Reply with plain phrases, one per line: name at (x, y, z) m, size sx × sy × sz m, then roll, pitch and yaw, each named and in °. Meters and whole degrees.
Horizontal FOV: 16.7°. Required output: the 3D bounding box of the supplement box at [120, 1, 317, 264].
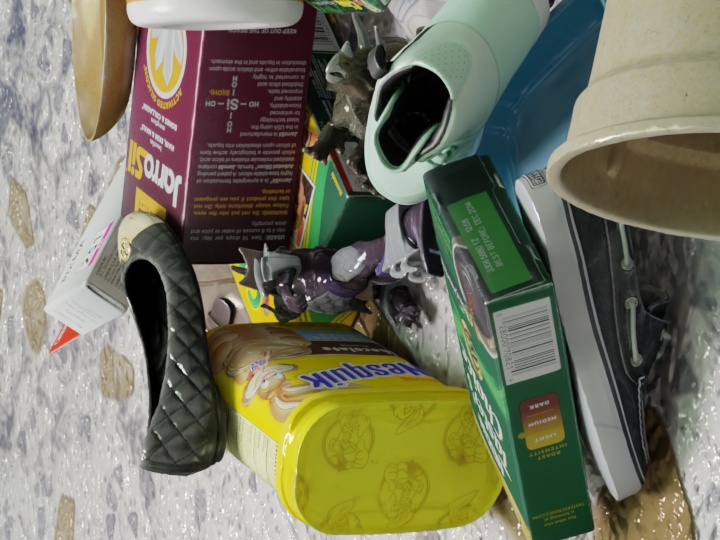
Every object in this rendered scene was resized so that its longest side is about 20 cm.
supplement box at (-0.098, -0.116, 1.668) m, size 0.110 × 0.085 × 0.201 m, roll 34°, pitch 121°, yaw 56°

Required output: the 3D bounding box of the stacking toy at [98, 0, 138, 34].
stacking toy at (-0.108, -0.219, 1.802) m, size 0.200 × 0.109 × 0.117 m, roll 14°, pitch 103°, yaw 57°

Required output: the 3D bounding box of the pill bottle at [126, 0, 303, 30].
pill bottle at (-0.092, -0.252, 1.518) m, size 0.112 × 0.111 × 0.202 m, roll 2°, pitch 94°, yaw 62°

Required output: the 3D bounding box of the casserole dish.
casserole dish at (0.122, -0.081, 1.431) m, size 0.200 × 0.039 × 0.122 m, roll -44°, pitch 52°, yaw 53°

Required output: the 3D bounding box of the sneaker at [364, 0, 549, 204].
sneaker at (0.026, -0.084, 1.401) m, size 0.074 × 0.118 × 0.201 m, roll 40°, pitch 142°, yaw 6°

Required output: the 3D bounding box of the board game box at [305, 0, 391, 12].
board game box at (0.041, -0.241, 1.472) m, size 0.201 × 0.023 × 0.105 m, roll -57°, pitch 18°, yaw -7°

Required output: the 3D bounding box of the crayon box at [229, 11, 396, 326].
crayon box at (-0.047, -0.065, 1.728) m, size 0.173 × 0.058 × 0.201 m, roll -63°, pitch 39°, yaw 41°

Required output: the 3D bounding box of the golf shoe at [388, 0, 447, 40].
golf shoe at (0.076, -0.187, 1.504) m, size 0.200 × 0.078 × 0.098 m, roll -10°, pitch 101°, yaw 65°

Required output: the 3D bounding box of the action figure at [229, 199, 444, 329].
action figure at (0.000, 0.000, 1.579) m, size 0.200 × 0.130 × 0.070 m, roll -26°, pitch 70°, yaw 47°

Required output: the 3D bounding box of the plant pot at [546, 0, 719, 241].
plant pot at (0.195, -0.125, 1.160) m, size 0.200 × 0.199 × 0.185 m, roll -18°, pitch 63°, yaw 61°

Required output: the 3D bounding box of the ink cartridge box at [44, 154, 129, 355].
ink cartridge box at (-0.186, -0.041, 1.908) m, size 0.173 × 0.043 × 0.201 m, roll -25°, pitch 36°, yaw 59°

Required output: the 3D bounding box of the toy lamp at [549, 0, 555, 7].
toy lamp at (0.122, -0.197, 1.368) m, size 0.200 × 0.058 × 0.059 m, roll -40°, pitch 55°, yaw 43°

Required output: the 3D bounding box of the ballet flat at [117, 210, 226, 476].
ballet flat at (-0.132, 0.042, 1.596) m, size 0.067 × 0.056 × 0.201 m, roll 117°, pitch 144°, yaw -48°

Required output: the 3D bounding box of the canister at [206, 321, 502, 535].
canister at (-0.016, 0.096, 1.582) m, size 0.200 × 0.148 × 0.087 m, roll 29°, pitch 117°, yaw 60°

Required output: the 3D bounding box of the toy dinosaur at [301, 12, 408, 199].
toy dinosaur at (0.011, -0.112, 1.577) m, size 0.103 × 0.077 × 0.200 m, roll -59°, pitch 0°, yaw 11°

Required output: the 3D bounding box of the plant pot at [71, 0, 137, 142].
plant pot at (-0.183, -0.192, 1.751) m, size 0.200 × 0.027 × 0.202 m, roll 180°, pitch 90°, yaw -77°

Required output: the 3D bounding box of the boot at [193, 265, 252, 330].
boot at (-0.113, 0.046, 1.856) m, size 0.147 × 0.070 × 0.200 m, roll 70°, pitch 155°, yaw 17°

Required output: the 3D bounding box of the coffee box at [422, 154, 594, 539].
coffee box at (0.085, 0.049, 1.392) m, size 0.123 × 0.044 × 0.201 m, roll -113°, pitch 7°, yaw -47°

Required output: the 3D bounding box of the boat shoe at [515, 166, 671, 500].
boat shoe at (0.141, 0.031, 1.363) m, size 0.072 × 0.067 × 0.201 m, roll -122°, pitch 16°, yaw -72°
